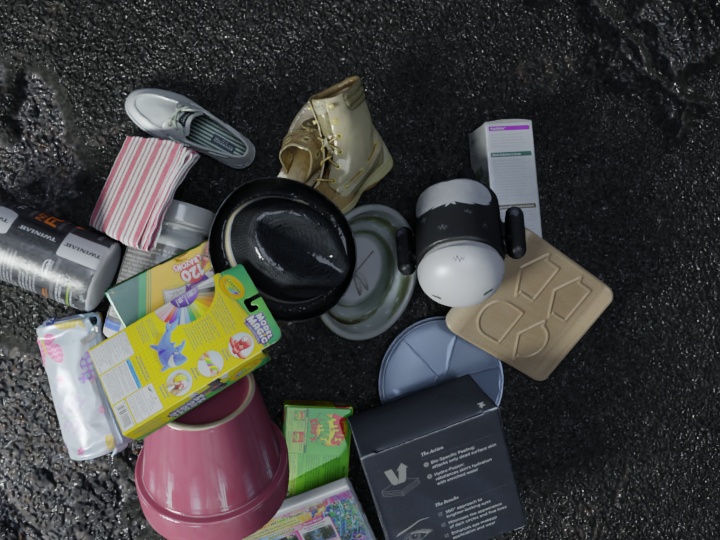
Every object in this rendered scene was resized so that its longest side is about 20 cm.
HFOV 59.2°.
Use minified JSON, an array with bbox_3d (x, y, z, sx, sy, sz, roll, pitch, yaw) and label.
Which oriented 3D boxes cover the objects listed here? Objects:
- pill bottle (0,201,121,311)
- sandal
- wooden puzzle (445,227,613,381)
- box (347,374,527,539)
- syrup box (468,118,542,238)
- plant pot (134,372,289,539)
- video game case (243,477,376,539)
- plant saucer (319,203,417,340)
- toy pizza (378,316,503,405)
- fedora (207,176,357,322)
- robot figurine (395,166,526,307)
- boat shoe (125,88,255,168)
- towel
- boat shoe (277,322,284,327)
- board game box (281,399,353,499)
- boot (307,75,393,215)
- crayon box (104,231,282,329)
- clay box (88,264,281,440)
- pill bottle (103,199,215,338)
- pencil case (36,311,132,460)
[{"bbox_3d":[-0.441,-0.027,0.860,0.199,0.106,0.107,22,85,-8],"label":"pill bottle"},{"bbox_3d":[-0.087,-0.162,0.938,0.077,0.070,0.212,25,85,-7],"label":"sandal"},{"bbox_3d":[0.252,0.051,0.958,0.200,0.046,0.185,31,103,-19],"label":"wooden puzzle"},{"bbox_3d":[0.107,0.285,0.903,0.196,0.117,0.201,-18,108,-6],"label":"box"},{"bbox_3d":[0.223,-0.125,0.981,0.081,0.079,0.201,-4,89,-10],"label":"syrup box"},{"bbox_3d":[-0.192,0.216,0.813,0.199,0.200,0.180,-3,125,-9],"label":"plant pot"},{"bbox_3d":[-0.079,0.398,0.899,0.199,0.024,0.183,-20,112,2],"label":"video game case"},{"bbox_3d":[0.000,0.000,0.932,0.200,0.050,0.201,-12,109,-38],"label":"plant saucer"},{"bbox_3d":[0.124,0.171,0.980,0.199,0.032,0.201,0,89,-10],"label":"toy pizza"},{"bbox_3d":[-0.083,-0.025,0.785,0.200,0.092,0.202,-1,92,-22],"label":"fedora"},{"bbox_3d":[0.138,-0.046,0.891,0.124,0.150,0.201,20,54,-27],"label":"robot figurine"},{"bbox_3d":[-0.244,-0.214,0.916,0.199,0.067,0.074,21,85,-8],"label":"boat shoe"},{"bbox_3d":[-0.299,-0.108,0.858,0.030,0.200,0.147,28,83,-42],"label":"towel"},{"bbox_3d":[-0.115,-0.014,0.913,0.074,0.068,0.201,3,98,-8],"label":"boat shoe"},{"bbox_3d":[-0.070,0.297,0.937,0.101,0.048,0.201,4,88,-9],"label":"board game box"},{"bbox_3d":[-0.042,-0.165,0.891,0.200,0.073,0.156,-44,130,-28],"label":"boot"},{"bbox_3d":[-0.207,0.031,0.817,0.200,0.058,0.119,-30,102,-19],"label":"crayon box"},{"bbox_3d":[-0.195,0.090,0.727,0.200,0.048,0.115,-30,67,-7],"label":"clay box"},{"bbox_3d":[-0.274,0.005,0.881,0.113,0.114,0.201,16,86,-8],"label":"pill bottle"},{"bbox_3d":[-0.377,0.157,0.875,0.090,0.083,0.201,-12,91,12],"label":"pencil case"}]
